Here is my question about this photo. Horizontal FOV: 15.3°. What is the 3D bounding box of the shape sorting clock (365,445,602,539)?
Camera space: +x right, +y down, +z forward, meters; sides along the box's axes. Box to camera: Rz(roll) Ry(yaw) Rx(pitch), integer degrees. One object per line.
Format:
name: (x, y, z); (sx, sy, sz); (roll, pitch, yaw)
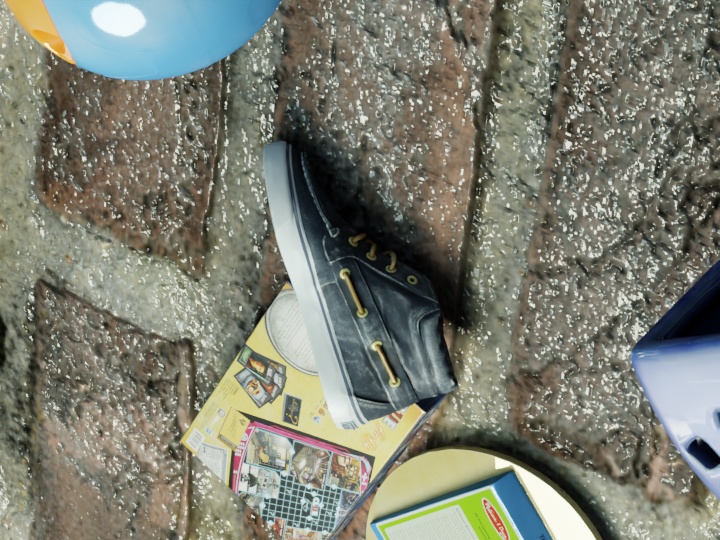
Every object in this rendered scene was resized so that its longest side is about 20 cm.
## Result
shape sorting clock: (0.093, 0.212, 1.875); (0.199, 0.039, 0.201); (19, 125, 29)

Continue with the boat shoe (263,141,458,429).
boat shoe: (0.000, 0.000, 1.804); (0.091, 0.071, 0.201); (-17, 86, 5)

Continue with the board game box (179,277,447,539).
board game box: (-0.036, 0.104, 1.911); (0.135, 0.035, 0.200); (43, 134, 8)

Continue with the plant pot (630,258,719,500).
plant pot: (0.301, 0.069, 1.510); (0.200, 0.200, 0.180); (-12, 108, 41)

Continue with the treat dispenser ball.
treat dispenser ball: (-0.136, -0.219, 1.670); (0.200, 0.201, 0.202); (19, 127, 28)
